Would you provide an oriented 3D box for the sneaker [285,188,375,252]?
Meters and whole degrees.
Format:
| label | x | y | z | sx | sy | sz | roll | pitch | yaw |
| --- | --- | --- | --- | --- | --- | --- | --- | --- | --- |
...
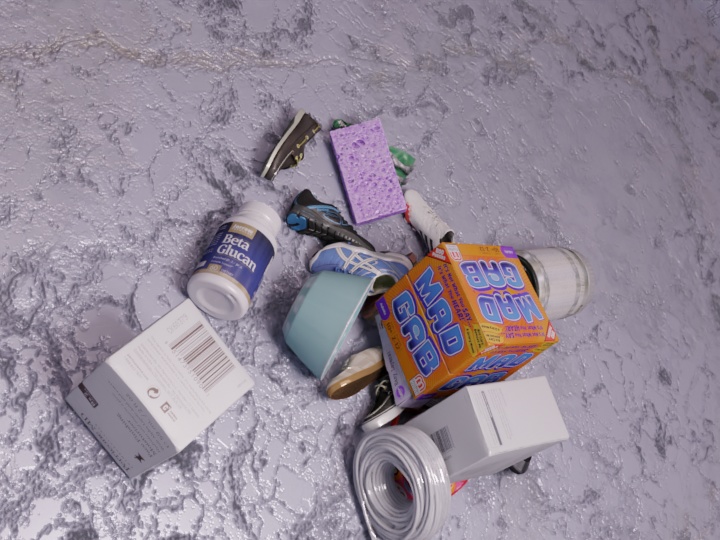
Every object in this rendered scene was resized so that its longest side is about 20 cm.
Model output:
| label | x | y | z | sx | sy | sz | roll | pitch | yaw |
| --- | --- | --- | --- | --- | --- | --- | --- | --- | --- |
| sneaker | -0.046 | -0.085 | 1.675 | 0.199 | 0.073 | 0.082 | 33 | 51 | -19 |

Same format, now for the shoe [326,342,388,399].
| label | x | y | z | sx | sy | sz | roll | pitch | yaw |
| --- | --- | --- | --- | --- | --- | --- | --- | --- | --- |
| shoe | 0.000 | 0.182 | 1.585 | 0.053 | 0.070 | 0.199 | 47 | 38 | 20 |

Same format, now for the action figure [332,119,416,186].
| label | x | y | z | sx | sy | sz | roll | pitch | yaw |
| --- | --- | --- | --- | --- | --- | --- | --- | --- | --- |
| action figure | 0.023 | -0.254 | 1.824 | 0.199 | 0.055 | 0.119 | 34 | 55 | -13 |

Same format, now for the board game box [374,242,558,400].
| label | x | y | z | sx | sy | sz | roll | pitch | yaw |
| --- | --- | --- | --- | --- | --- | --- | --- | --- | --- |
| board game box | 0.187 | 0.091 | 1.542 | 0.199 | 0.200 | 0.201 | 2 | 56 | -43 |

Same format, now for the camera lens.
| label | x | y | z | sx | sy | sz | roll | pitch | yaw |
| --- | --- | --- | --- | --- | --- | --- | --- | --- | --- |
| camera lens | 0.390 | 0.031 | 1.871 | 0.199 | 0.160 | 0.161 | -6 | 71 | -37 |

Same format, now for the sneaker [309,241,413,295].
| label | x | y | z | sx | sy | sz | roll | pitch | yaw |
| --- | --- | --- | --- | --- | --- | --- | --- | --- | --- |
| sneaker | 0.000 | 0.000 | 1.616 | 0.198 | 0.076 | 0.077 | 5 | 40 | 5 |

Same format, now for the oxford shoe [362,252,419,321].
| label | x | y | z | sx | sy | sz | roll | pitch | yaw |
| --- | --- | --- | --- | --- | --- | --- | --- | --- | --- |
| oxford shoe | 0.074 | 0.044 | 1.700 | 0.074 | 0.071 | 0.200 | 49 | 49 | -8 |

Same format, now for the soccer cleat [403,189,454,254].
| label | x | y | z | sx | sy | sz | roll | pitch | yaw |
| --- | --- | --- | --- | --- | --- | --- | --- | --- | --- |
| soccer cleat | 0.153 | -0.087 | 1.810 | 0.068 | 0.085 | 0.202 | -15 | 78 | -39 |

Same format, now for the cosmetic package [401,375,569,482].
| label | x | y | z | sx | sy | sz | roll | pitch | yaw |
| --- | --- | --- | --- | --- | --- | --- | --- | --- | --- |
| cosmetic package | 0.211 | 0.279 | 1.491 | 0.199 | 0.199 | 0.124 | 0 | 62 | -38 |

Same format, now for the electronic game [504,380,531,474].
| label | x | y | z | sx | sy | sz | roll | pitch | yaw |
| --- | --- | --- | --- | --- | --- | --- | --- | --- | --- |
| electronic game | 0.288 | 0.300 | 1.700 | 0.200 | 0.041 | 0.201 | 50 | 28 | -39 |

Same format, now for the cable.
| label | x | y | z | sx | sy | sz | roll | pitch | yaw |
| --- | --- | --- | --- | --- | --- | --- | --- | --- | --- |
| cable | 0.070 | 0.361 | 1.454 | 0.069 | 0.200 | 0.202 | -8 | 69 | -42 |

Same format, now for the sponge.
| label | x | y | z | sx | sy | sz | roll | pitch | yaw |
| --- | --- | --- | --- | --- | --- | --- | --- | --- | --- |
| sponge | 0.015 | -0.201 | 1.762 | 0.110 | 0.030 | 0.202 | -15 | 81 | -8 |

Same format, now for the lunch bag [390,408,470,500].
| label | x | y | z | sx | sy | sz | roll | pitch | yaw |
| --- | --- | --- | --- | --- | --- | --- | --- | --- | --- |
| lunch bag | 0.124 | 0.331 | 1.591 | 0.199 | 0.082 | 0.177 | -27 | 81 | -43 |

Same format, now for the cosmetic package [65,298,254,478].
| label | x | y | z | sx | sy | sz | roll | pitch | yaw |
| --- | --- | --- | --- | --- | --- | --- | --- | --- | --- |
| cosmetic package | -0.299 | 0.177 | 1.279 | 0.165 | 0.200 | 0.165 | 51 | 49 | -3 |

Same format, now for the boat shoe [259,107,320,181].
| label | x | y | z | sx | sy | sz | roll | pitch | yaw |
| --- | --- | --- | --- | --- | --- | --- | --- | --- | --- |
| boat shoe | -0.134 | -0.240 | 1.688 | 0.060 | 0.072 | 0.202 | 35 | 49 | -11 |

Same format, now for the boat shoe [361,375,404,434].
| label | x | y | z | sx | sy | sz | roll | pitch | yaw |
| --- | --- | --- | --- | --- | --- | --- | --- | --- | --- |
| boat shoe | 0.055 | 0.230 | 1.599 | 0.064 | 0.071 | 0.200 | 55 | 41 | -1 |

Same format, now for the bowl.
| label | x | y | z | sx | sy | sz | roll | pitch | yaw |
| --- | --- | --- | --- | --- | --- | --- | --- | --- | --- |
| bowl | -0.067 | 0.081 | 1.520 | 0.104 | 0.201 | 0.202 | 28 | 52 | 2 |

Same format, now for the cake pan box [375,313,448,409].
| label | x | y | z | sx | sy | sz | roll | pitch | yaw |
| --- | --- | --- | --- | --- | --- | --- | --- | --- | --- |
| cake pan box | 0.128 | 0.172 | 1.617 | 0.183 | 0.052 | 0.202 | 13 | 50 | -33 |

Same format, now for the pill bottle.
| label | x | y | z | sx | sy | sz | roll | pitch | yaw |
| --- | --- | --- | --- | --- | --- | --- | --- | --- | --- |
| pill bottle | -0.211 | -0.023 | 1.501 | 0.111 | 0.111 | 0.201 | 35 | 52 | -16 |
